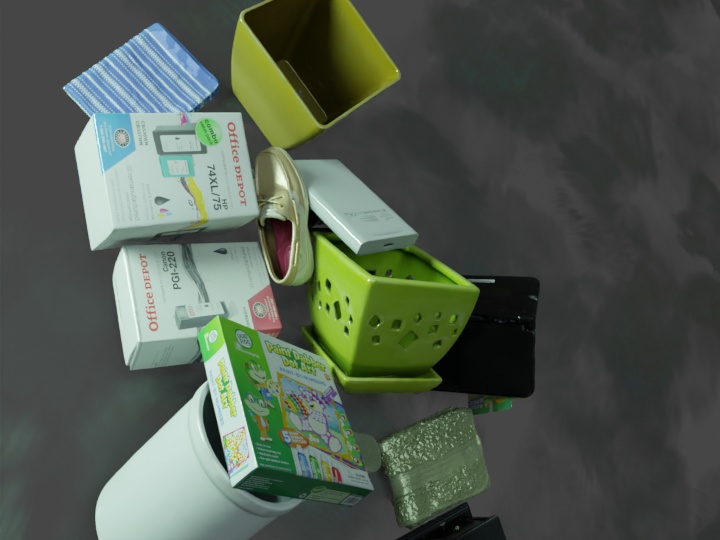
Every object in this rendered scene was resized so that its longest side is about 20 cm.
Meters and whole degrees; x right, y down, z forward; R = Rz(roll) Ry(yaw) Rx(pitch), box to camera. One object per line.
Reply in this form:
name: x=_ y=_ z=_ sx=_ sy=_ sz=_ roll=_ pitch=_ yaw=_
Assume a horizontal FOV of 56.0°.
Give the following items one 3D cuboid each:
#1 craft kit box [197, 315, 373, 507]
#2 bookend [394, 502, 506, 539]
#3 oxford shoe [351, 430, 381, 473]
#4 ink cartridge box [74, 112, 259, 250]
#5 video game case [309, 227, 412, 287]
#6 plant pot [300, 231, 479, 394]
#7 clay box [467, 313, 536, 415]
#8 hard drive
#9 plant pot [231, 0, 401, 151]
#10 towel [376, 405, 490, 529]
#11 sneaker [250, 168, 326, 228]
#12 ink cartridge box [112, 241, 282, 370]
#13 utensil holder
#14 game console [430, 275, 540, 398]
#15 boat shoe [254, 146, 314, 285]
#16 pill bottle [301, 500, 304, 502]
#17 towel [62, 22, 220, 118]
craft kit box: x=-0.087 y=0.167 z=0.795 sx=0.199 sy=0.048 sz=0.199 roll=30 pitch=25 yaw=-47
bookend: x=0.151 y=0.412 z=0.965 sx=0.196 sy=0.199 sz=0.094 roll=-14 pitch=81 yaw=-32
oxford shoe: x=-0.035 y=0.248 z=0.948 sx=0.200 sy=0.057 sz=0.076 roll=43 pitch=35 yaw=-52
ink cartridge box: x=-0.264 y=-0.122 z=0.922 sx=0.197 sy=0.145 sz=0.150 roll=-10 pitch=87 yaw=-33
video game case: x=0.000 y=0.000 z=1.124 sx=0.197 sy=0.019 sz=0.146 roll=-1 pitch=74 yaw=-32
plant pot: x=0.027 y=0.067 z=0.998 sx=0.197 sy=0.199 sz=0.185 roll=5 pitch=108 yaw=-31
clay box: x=0.242 y=0.148 z=1.160 sx=0.047 sy=0.114 sz=0.204 roll=21 pitch=65 yaw=-24
hard drive: x=-0.020 y=-0.100 z=1.014 sx=0.131 sy=0.027 sz=0.200 roll=-10 pitch=46 yaw=-46
plant pot: x=-0.093 y=-0.306 z=1.078 sx=0.200 sy=0.176 sz=0.201 roll=-41 pitch=95 yaw=-35
towel: x=0.121 y=0.308 z=1.081 sx=0.197 sy=0.036 sz=0.151 roll=-12 pitch=79 yaw=-33
sneaker: x=-0.097 y=-0.087 z=1.054 sx=0.196 sy=0.075 sz=0.090 roll=11 pitch=48 yaw=-18
ink cartridge box: x=-0.223 y=0.043 z=0.922 sx=0.197 sy=0.085 sz=0.148 roll=-4 pitch=61 yaw=-30
utensil holder: x=-0.185 y=0.250 z=0.787 sx=0.170 sy=0.199 sz=0.171 roll=43 pitch=19 yaw=-19
game console: x=0.195 y=0.102 z=1.128 sx=0.177 sy=0.196 sz=0.118 roll=-63 pitch=148 yaw=-51
boat shoe: x=-0.115 y=-0.077 z=0.958 sx=0.069 sy=0.073 sz=0.204 roll=-13 pitch=89 yaw=-67
pill bottle: x=-0.128 y=0.214 z=0.919 sx=0.109 sy=0.111 sz=0.204 roll=-2 pitch=74 yaw=-31
towel: x=-0.322 y=-0.277 z=1.025 sx=0.145 sy=0.024 sz=0.201 roll=45 pitch=57 yaw=-9
